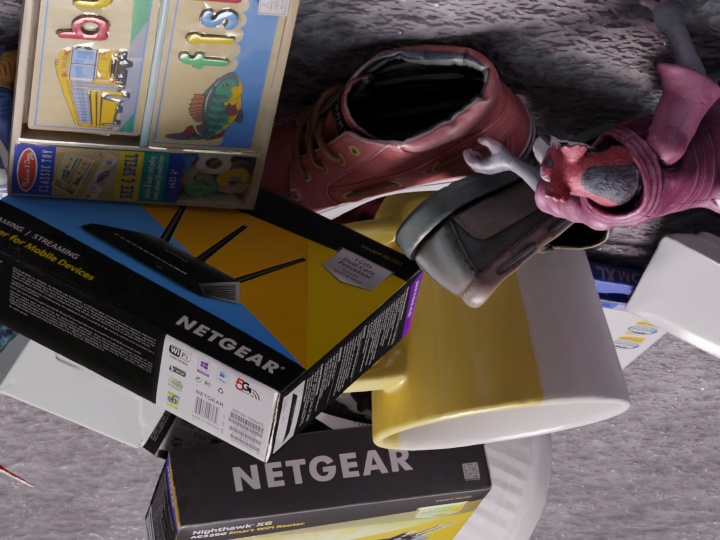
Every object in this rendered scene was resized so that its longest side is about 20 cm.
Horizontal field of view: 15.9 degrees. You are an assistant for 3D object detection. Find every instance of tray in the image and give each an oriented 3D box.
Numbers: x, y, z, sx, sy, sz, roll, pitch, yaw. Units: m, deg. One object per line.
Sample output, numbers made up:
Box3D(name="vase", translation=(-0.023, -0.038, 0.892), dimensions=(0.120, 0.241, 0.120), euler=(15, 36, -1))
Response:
Box3D(name="tray", translation=(0.222, 0.019, 1.559), dimensions=(0.107, 0.022, 0.200), euler=(26, 168, 5))

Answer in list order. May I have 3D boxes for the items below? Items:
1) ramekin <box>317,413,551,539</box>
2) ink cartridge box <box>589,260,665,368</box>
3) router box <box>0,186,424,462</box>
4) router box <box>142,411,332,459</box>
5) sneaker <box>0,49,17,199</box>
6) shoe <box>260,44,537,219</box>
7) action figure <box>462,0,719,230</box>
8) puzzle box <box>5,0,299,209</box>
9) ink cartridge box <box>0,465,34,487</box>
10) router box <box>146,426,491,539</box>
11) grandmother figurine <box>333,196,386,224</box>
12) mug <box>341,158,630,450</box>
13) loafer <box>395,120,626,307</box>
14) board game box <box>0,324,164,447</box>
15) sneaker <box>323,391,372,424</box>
Box3D(name="ramekin", translation=(0.032, 0.147, 1.854), dimensions=(0.202, 0.202, 0.094), euler=(-17, 143, 43))
Box3D(name="ink cartridge box", translation=(0.128, 0.039, 1.723), dimensions=(0.119, 0.042, 0.200), euler=(10, 152, -23))
Box3D(name="router box", translation=(-0.089, 0.006, 1.350), dimensions=(0.200, 0.149, 0.051), euler=(26, 127, 19))
Box3D(name="router box", translation=(-0.124, 0.083, 1.746), dimensions=(0.157, 0.052, 0.200), euler=(31, -176, 33))
Box3D(name="sneaker", translation=(-0.209, -0.062, 1.436), dimensions=(0.088, 0.075, 0.200), euler=(6, 158, 5))
Box3D(name="shoe", translation=(-0.010, -0.074, 1.395), dimensions=(0.200, 0.072, 0.091), euler=(-9, 158, 15))
Box3D(name="action figure", translation=(0.154, -0.048, 1.312), dimensions=(0.200, 0.149, 0.134), euler=(-19, 161, -50))
Box3D(name="puzzle box", translation=(-0.105, -0.103, 1.281), dimensions=(0.133, 0.025, 0.200), euler=(4, 143, -8))
Box3D(name="ink cartridge box", translation=(-0.274, 0.043, 1.483), dimensions=(0.160, 0.047, 0.200), euler=(33, 177, -35))
Box3D(name="router box", translation=(-0.030, 0.149, 1.658), dimensions=(0.200, 0.052, 0.157), euler=(-6, 160, -12))
Box3D(name="grandmother figurine", translation=(0.000, 0.000, 1.555), dimensions=(0.200, 0.121, 0.061), euler=(36, 169, -38))
Box3D(name="mug", translation=(0.064, 0.014, 1.476), dimensions=(0.149, 0.153, 0.187), euler=(-12, 169, 23))
Box3D(name="loafer", translation=(0.103, -0.026, 1.394), dimensions=(0.200, 0.063, 0.072), euler=(-21, 157, -42))
Box3D(name="board game box", translation=(-0.219, 0.018, 1.529), dimensions=(0.200, 0.064, 0.148), euler=(31, 179, 33))
Box3D(name="sneaker", translation=(-0.044, 0.056, 1.638), dimensions=(0.200, 0.067, 0.090), euler=(18, 161, -36))
